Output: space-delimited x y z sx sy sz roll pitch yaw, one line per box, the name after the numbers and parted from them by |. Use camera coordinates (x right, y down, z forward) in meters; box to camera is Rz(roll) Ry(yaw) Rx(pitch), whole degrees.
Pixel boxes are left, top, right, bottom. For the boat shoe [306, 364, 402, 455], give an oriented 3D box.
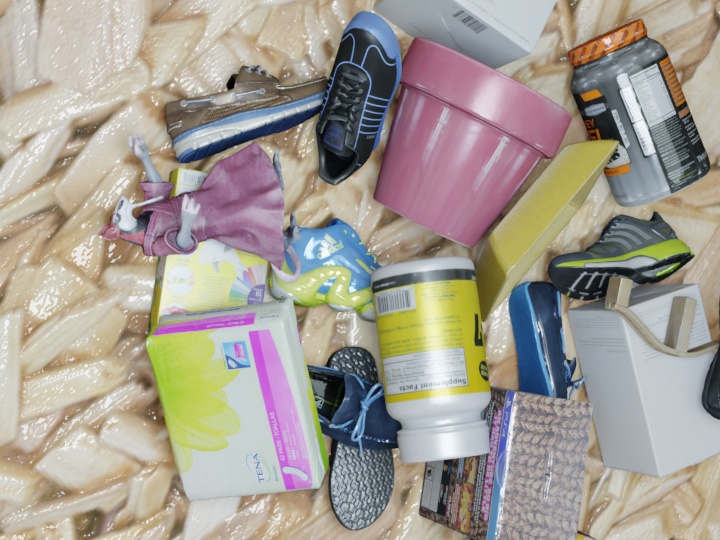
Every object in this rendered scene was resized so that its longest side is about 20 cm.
-0.024 0.148 1.276 0.197 0.069 0.085 13 72 -10 | boat shoe

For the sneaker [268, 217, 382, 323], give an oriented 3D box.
0.000 0.000 1.319 0.198 0.076 0.107 12 84 -19 | sneaker

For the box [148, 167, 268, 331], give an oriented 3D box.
-0.159 0.001 1.275 0.116 0.048 0.203 10 83 -21 | box

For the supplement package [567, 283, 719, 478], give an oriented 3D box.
0.347 0.129 1.425 0.120 0.120 0.203 -15 94 -22 | supplement package

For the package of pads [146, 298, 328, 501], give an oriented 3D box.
-0.127 0.136 1.216 0.152 0.068 0.202 -7 112 11 | package of pads

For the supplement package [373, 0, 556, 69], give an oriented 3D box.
0.142 -0.354 1.340 0.151 0.150 0.202 30 79 -17 | supplement package

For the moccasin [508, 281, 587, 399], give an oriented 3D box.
0.229 0.112 1.403 0.067 0.080 0.203 -7 92 -25 | moccasin

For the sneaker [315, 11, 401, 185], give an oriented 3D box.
-0.007 -0.175 1.259 0.069 0.201 0.078 24 51 14 | sneaker

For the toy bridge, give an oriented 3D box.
0.364 0.064 1.354 0.198 0.027 0.068 17 82 -23 | toy bridge

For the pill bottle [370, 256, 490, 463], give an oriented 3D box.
0.076 0.094 1.237 0.113 0.114 0.203 -4 83 -21 | pill bottle

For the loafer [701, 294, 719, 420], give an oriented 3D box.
0.438 0.072 1.334 0.067 0.070 0.203 17 82 -24 | loafer

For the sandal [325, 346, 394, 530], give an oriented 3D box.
-0.004 0.188 1.333 0.074 0.048 0.203 2 75 -15 | sandal

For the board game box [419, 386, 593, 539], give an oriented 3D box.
0.155 0.211 1.308 0.096 0.200 0.162 10 86 -20 | board game box

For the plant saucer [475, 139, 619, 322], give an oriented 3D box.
0.196 -0.052 1.348 0.048 0.200 0.200 39 74 10 | plant saucer

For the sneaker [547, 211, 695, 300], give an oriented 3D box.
0.305 -0.021 1.439 0.198 0.074 0.082 -9 58 -28 | sneaker

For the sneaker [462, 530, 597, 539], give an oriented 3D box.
0.194 0.339 1.378 0.198 0.090 0.076 -9 92 -21 | sneaker

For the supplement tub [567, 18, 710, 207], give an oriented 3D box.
0.329 -0.189 1.424 0.122 0.122 0.202 -26 97 -19 | supplement tub

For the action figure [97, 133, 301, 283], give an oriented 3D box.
-0.169 -0.056 1.215 0.197 0.135 0.150 -15 136 -8 | action figure

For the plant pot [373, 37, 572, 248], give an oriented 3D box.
0.108 -0.132 1.312 0.198 0.200 0.181 25 96 -18 | plant pot

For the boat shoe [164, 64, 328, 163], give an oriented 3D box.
-0.117 -0.182 1.281 0.198 0.072 0.073 -22 86 -25 | boat shoe
